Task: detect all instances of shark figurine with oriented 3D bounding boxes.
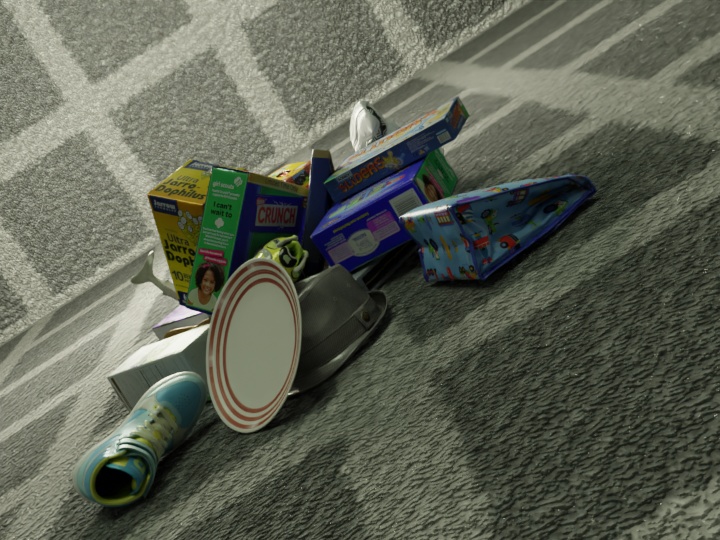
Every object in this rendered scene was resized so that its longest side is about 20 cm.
[{"bbox_3d":[-0.303,0.049,1.901,0.129,0.212,0.090,-101,25,-47],"label":"shark figurine"}]

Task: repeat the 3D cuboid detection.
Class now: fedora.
[{"bbox_3d":[-0.060,0.060,1.291,0.176,0.091,0.200,-19,19,47],"label":"fedora"}]

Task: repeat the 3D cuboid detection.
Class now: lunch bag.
[{"bbox_3d":[0.170,-0.070,1.258,0.199,0.095,0.150,-28,8,-19],"label":"lunch bag"}]

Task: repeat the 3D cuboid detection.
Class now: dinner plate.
[{"bbox_3d":[-0.120,0.086,1.228,0.024,0.202,0.199,8,-17,-38],"label":"dinner plate"}]

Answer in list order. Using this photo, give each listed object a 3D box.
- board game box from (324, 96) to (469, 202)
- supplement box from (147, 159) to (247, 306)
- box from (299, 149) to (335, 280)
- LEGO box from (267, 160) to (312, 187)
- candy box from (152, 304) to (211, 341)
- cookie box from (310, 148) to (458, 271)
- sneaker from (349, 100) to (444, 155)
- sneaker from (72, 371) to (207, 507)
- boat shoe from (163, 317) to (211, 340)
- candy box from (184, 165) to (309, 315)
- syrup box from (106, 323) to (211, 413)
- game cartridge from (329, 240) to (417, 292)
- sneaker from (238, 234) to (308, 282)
[{"bbox_3d":[0.053,-0.173,1.513,0.199,0.035,0.136,-27,13,22],"label":"board game box"},{"bbox_3d":[-0.220,-0.047,1.578,0.108,0.202,0.110,11,39,30],"label":"supplement box"},{"bbox_3d":[-0.062,-0.061,1.559,0.032,0.202,0.121,6,-14,5],"label":"box"},{"bbox_3d":[-0.096,-0.107,1.859,0.077,0.150,0.200,-35,13,-13],"label":"LEGO box"},{"bbox_3d":[-0.216,0.052,1.735,0.167,0.072,0.200,-18,20,47],"label":"candy box"},{"bbox_3d":[0.038,-0.089,1.485,0.170,0.076,0.200,-28,14,21],"label":"cookie box"},{"bbox_3d":[0.063,-0.194,1.723,0.114,0.201,0.075,-5,-36,-33],"label":"sneaker"},{"bbox_3d":[-0.246,0.204,1.251,0.200,0.080,0.130,-47,14,-15],"label":"sneaker"},{"bbox_3d":[-0.199,0.099,1.532,0.199,0.072,0.069,-5,2,41],"label":"boat shoe"},{"bbox_3d":[-0.155,-0.035,1.505,0.076,0.202,0.169,10,2,28],"label":"candy box"},{"bbox_3d":[-0.261,0.143,1.492,0.199,0.082,0.079,-21,15,44],"label":"syrup box"},{"bbox_3d":[0.000,0.000,1.496,0.133,0.041,0.200,-13,23,47],"label":"game cartridge"},{"bbox_3d":[-0.098,-0.009,1.397,0.076,0.076,0.200,-35,9,12],"label":"sneaker"}]
